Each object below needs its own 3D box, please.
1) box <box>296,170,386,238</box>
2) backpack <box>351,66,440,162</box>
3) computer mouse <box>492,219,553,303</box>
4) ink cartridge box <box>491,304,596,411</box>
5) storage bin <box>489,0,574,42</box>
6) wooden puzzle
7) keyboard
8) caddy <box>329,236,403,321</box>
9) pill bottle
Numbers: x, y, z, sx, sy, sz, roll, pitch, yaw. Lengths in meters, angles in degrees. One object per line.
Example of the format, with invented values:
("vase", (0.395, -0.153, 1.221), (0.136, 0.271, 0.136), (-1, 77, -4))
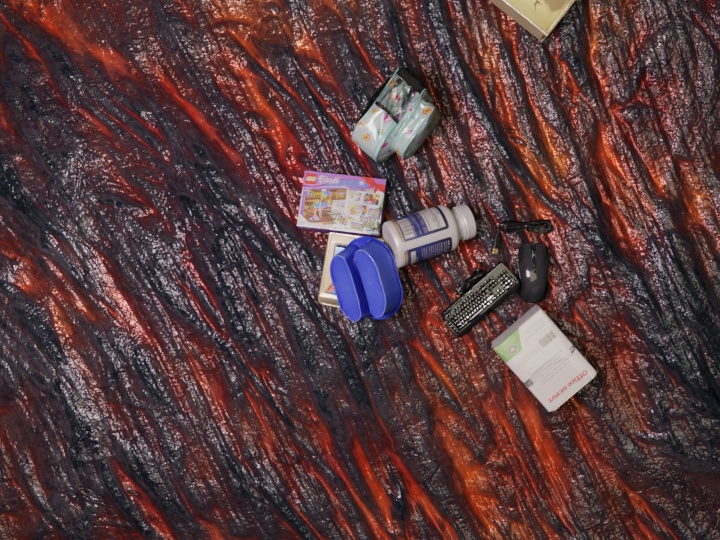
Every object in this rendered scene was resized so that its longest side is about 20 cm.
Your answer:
("box", (-0.043, -0.157, 1.743), (0.199, 0.039, 0.137), (7, 83, 5))
("backpack", (0.080, -0.336, 1.664), (0.200, 0.176, 0.153), (-43, 85, 11))
("computer mouse", (0.378, -0.024, 1.721), (0.140, 0.046, 0.201), (5, 95, 4))
("ink cartridge box", (0.427, 0.205, 1.714), (0.146, 0.084, 0.200), (-41, 90, 7))
("storage bin", (0.399, -0.659, 1.649), (0.200, 0.094, 0.199), (39, 97, 2))
("wooden puzzle", (0.000, 0.000, 1.759), (0.184, 0.046, 0.201), (11, 95, 5))
("keyboard", (0.271, 0.062, 1.728), (0.200, 0.040, 0.104), (-44, 82, 13))
("caddy", (0.018, 0.023, 1.690), (0.141, 0.105, 0.201), (-12, 99, 31))
("pill bottle", (0.160, -0.086, 1.693), (0.199, 0.111, 0.111), (-17, 93, -10))
